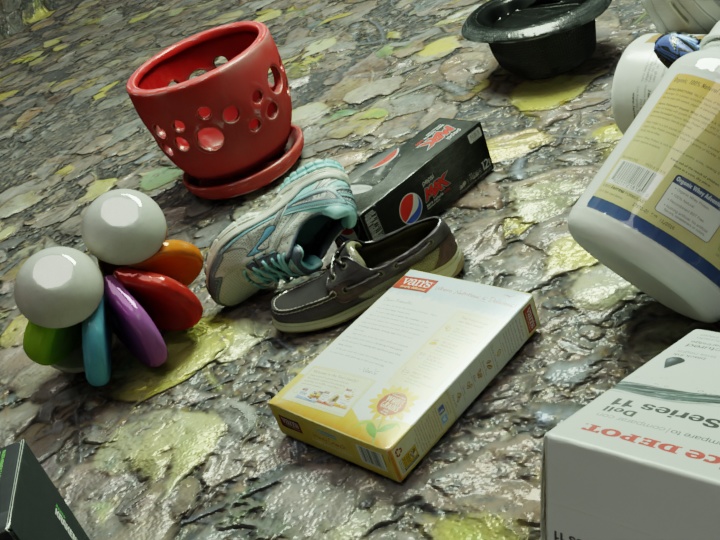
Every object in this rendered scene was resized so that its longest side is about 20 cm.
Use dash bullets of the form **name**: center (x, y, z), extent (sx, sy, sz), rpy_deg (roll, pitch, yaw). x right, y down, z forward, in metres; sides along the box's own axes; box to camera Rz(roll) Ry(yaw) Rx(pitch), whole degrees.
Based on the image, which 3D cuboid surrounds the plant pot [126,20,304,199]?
- **plant pot**: center (-0.183, -0.204, 1.285), extent (0.200, 0.183, 0.201), rpy_deg (-16, 29, 9)

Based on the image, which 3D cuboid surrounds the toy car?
- **toy car**: center (-0.242, 0.033, 0.986), extent (0.150, 0.175, 0.200), rpy_deg (36, 62, 11)

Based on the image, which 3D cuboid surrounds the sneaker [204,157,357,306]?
- **sneaker**: center (-0.083, -0.023, 0.991), extent (0.200, 0.077, 0.087), rpy_deg (-44, 49, 20)

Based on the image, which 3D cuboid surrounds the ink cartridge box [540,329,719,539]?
- **ink cartridge box**: center (0.213, 0.110, 0.546), extent (0.146, 0.083, 0.200), rpy_deg (10, 21, 40)

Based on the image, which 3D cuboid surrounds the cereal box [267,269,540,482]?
- **cereal box**: center (0.039, 0.079, 0.819), extent (0.144, 0.040, 0.200), rpy_deg (13, 44, 45)

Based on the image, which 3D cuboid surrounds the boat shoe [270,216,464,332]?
- **boat shoe**: center (0.000, 0.000, 0.947), extent (0.199, 0.065, 0.072), rpy_deg (-19, 31, 7)

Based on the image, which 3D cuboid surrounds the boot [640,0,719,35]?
- **boot**: center (0.383, -0.252, 1.014), extent (0.095, 0.200, 0.074), rpy_deg (2, 63, 60)

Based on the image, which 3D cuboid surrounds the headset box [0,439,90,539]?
- **headset box**: center (-0.261, 0.229, 0.632), extent (0.199, 0.175, 0.093), rpy_deg (-21, 29, -2)

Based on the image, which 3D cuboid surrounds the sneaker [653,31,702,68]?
- **sneaker**: center (0.313, -0.123, 0.847), extent (0.078, 0.201, 0.075), rpy_deg (-34, -15, 16)

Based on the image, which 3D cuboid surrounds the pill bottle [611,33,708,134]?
- **pill bottle**: center (0.357, -0.170, 0.944), extent (0.114, 0.115, 0.200), rpy_deg (-38, 33, -26)

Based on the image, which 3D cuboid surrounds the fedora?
- **fedora**: center (0.236, -0.307, 1.271), extent (0.200, 0.092, 0.201), rpy_deg (-16, 30, 10)

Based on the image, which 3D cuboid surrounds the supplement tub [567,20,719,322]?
- **supplement tub**: center (0.270, -0.077, 0.747), extent (0.200, 0.144, 0.144), rpy_deg (-55, 33, 2)

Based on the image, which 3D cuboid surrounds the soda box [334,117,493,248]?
- **soda box**: center (0.054, -0.092, 1.066), extent (0.200, 0.064, 0.071), rpy_deg (-39, 34, -29)
